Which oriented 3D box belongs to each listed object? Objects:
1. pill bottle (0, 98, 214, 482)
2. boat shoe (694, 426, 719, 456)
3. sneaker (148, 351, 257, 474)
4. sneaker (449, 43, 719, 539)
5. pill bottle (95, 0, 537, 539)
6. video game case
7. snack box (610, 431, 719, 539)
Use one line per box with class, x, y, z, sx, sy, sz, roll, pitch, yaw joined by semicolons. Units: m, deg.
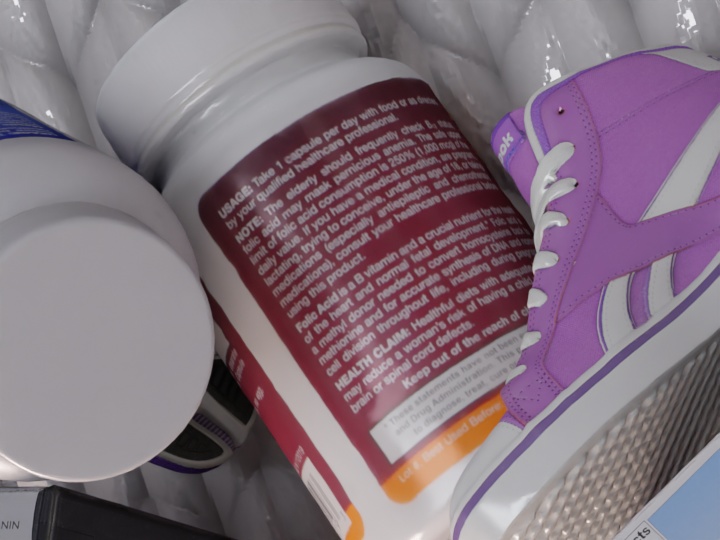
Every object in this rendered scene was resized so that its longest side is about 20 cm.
pill bottle;-0.118;0.006;0.923;0.200;0.112;0.112;-151;63;-66
boat shoe;0.147;0.137;0.911;0.062;0.072;0.201;-12;93;12
sneaker;-0.128;0.027;1.087;0.200;0.081;0.084;25;143;18
sneaker;0.069;0.007;0.880;0.114;0.200;0.073;32;150;24
pill bottle;0.000;0.000;0.959;0.114;0.114;0.200;-44;71;31
video game case;-0.113;0.109;1.006;0.180;0.200;0.026;-4;72;36
snack box;0.128;0.071;0.785;0.200;0.024;0.072;-44;68;-5
